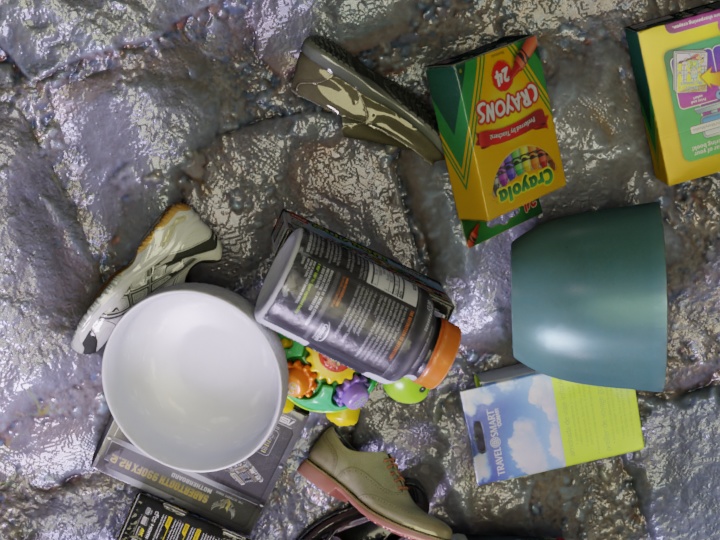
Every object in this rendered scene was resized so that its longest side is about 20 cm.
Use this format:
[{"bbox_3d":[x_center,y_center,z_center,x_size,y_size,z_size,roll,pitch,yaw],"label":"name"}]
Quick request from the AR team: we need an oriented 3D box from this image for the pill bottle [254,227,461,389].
[{"bbox_3d":[0.002,0.046,1.428,0.199,0.106,0.107,27,99,-12],"label":"pill bottle"}]

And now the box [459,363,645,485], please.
[{"bbox_3d":[0.216,0.163,1.619,0.198,0.048,0.123,-12,103,-2],"label":"box"}]

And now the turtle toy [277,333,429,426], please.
[{"bbox_3d":[-0.014,0.094,1.534,0.198,0.101,0.147,13,83,-13],"label":"turtle toy"}]

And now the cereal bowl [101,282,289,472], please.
[{"bbox_3d":[-0.166,0.104,1.489,0.198,0.083,0.202,3,106,12],"label":"cereal bowl"}]

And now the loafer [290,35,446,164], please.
[{"bbox_3d":[0.010,-0.171,1.515,0.199,0.075,0.070,34,111,-9],"label":"loafer"}]

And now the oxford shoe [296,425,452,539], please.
[{"bbox_3d":[0.024,0.240,1.572,0.199,0.071,0.074,28,84,21],"label":"oxford shoe"}]

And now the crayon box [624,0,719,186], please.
[{"bbox_3d":[0.405,-0.204,1.545,0.198,0.058,0.174,-15,105,-1],"label":"crayon box"}]

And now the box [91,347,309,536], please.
[{"bbox_3d":[-0.178,0.184,1.586,0.199,0.048,0.160,25,100,-10],"label":"box"}]

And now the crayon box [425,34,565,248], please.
[{"bbox_3d":[0.149,-0.137,1.512,0.126,0.051,0.202,-25,109,-35],"label":"crayon box"}]

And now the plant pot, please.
[{"bbox_3d":[0.241,0.031,1.521,0.159,0.201,0.203,-2,104,8],"label":"plant pot"}]

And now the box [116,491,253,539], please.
[{"bbox_3d":[-0.212,0.365,1.556,0.158,0.049,0.202,24,78,-8],"label":"box"}]

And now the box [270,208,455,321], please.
[{"bbox_3d":[0.000,0.000,1.528,0.199,0.110,0.035,25,100,-11],"label":"box"}]

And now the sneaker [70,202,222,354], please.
[{"bbox_3d":[-0.228,0.026,1.530,0.088,0.076,0.200,40,97,-13],"label":"sneaker"}]

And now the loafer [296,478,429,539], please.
[{"bbox_3d":[-0.008,0.310,1.625,0.199,0.063,0.072,-35,104,3],"label":"loafer"}]

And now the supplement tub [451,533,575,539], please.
[{"bbox_3d":[0.155,0.373,1.616,0.198,0.140,0.142,3,103,-6],"label":"supplement tub"}]
